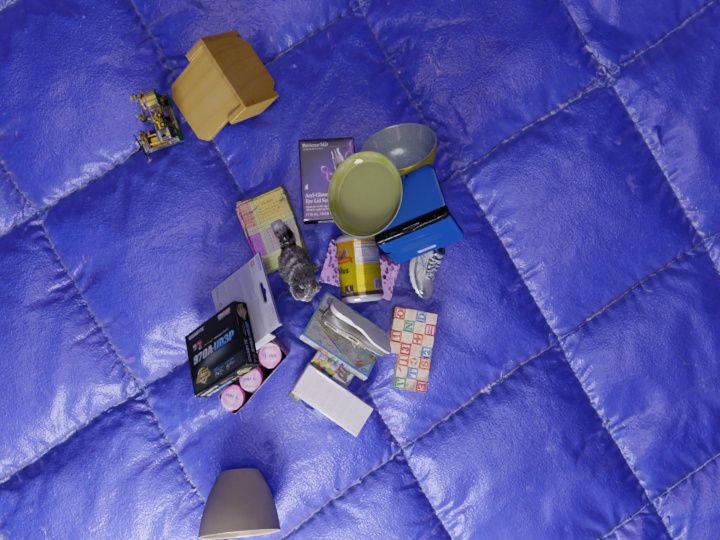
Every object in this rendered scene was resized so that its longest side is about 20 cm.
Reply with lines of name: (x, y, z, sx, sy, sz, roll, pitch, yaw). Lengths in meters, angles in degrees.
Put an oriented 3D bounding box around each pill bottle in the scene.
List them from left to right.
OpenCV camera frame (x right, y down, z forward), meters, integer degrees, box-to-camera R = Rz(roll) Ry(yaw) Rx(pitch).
pill bottle: (-0.004, -0.025, 1.503, 0.106, 0.109, 0.206, -5, 87, -3)

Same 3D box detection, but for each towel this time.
towel: (-0.229, -0.106, 1.565, 0.140, 0.023, 0.205, -22, 91, -4)

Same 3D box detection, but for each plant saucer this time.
plant saucer: (0.014, -0.180, 1.438, 0.195, 0.031, 0.206, -2, 86, 25)

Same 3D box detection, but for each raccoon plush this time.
raccoon plush: (-0.171, -0.013, 1.488, 0.096, 0.134, 0.201, -36, 113, 1)

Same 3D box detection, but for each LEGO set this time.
LEGO set: (-0.520, -0.359, 1.479, 0.113, 0.201, 0.157, -18, 111, -2)

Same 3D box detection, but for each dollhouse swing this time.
dollhouse swing: (-0.354, -0.464, 1.557, 0.202, 0.175, 0.181, 54, 45, -1)

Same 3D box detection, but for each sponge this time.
sponge: (0.000, 0.000, 1.573, 0.195, 0.030, 0.115, 16, 87, -2)

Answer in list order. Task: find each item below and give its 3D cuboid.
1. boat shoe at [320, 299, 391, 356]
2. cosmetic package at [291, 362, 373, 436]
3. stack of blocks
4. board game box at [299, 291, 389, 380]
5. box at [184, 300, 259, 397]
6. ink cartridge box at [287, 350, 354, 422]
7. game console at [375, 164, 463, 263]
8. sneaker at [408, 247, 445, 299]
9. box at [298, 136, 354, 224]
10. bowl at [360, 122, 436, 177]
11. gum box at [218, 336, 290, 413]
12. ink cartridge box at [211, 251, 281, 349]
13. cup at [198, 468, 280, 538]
boat shoe: (-0.009, 0.153, 1.497, 0.200, 0.073, 0.060, 38, 113, -18)
cosmetic package: (-0.071, 0.322, 1.514, 0.198, 0.051, 0.083, 36, 84, -6)
stack of blocks: (0.126, 0.203, 1.561, 0.112, 0.059, 0.206, 9, 89, -3)
board game box: (-0.040, 0.166, 1.537, 0.198, 0.034, 0.136, 34, 63, -4)
box: (-0.334, 0.191, 1.445, 0.198, 0.046, 0.163, -32, 63, 29)
ink cartridge box: (-0.090, 0.277, 1.559, 0.118, 0.042, 0.202, 35, 89, -2)
game console: (0.130, -0.132, 1.474, 0.196, 0.170, 0.121, -20, 53, 24)
sneaker: (0.173, -0.029, 1.543, 0.083, 0.076, 0.206, -4, 90, 36)
box: (-0.081, -0.226, 1.534, 0.143, 0.104, 0.206, -5, 90, -3)
bowl: (0.106, -0.272, 1.533, 0.196, 0.202, 0.109, -22, 133, -3)
gum box: (-0.266, 0.259, 1.510, 0.066, 0.113, 0.201, 42, 87, -2)
ink cartridge box: (-0.271, 0.091, 1.470, 0.198, 0.040, 0.204, -34, 63, 29)
cup: (-0.296, 0.569, 1.480, 0.194, 0.201, 0.147, -4, 65, -3)
